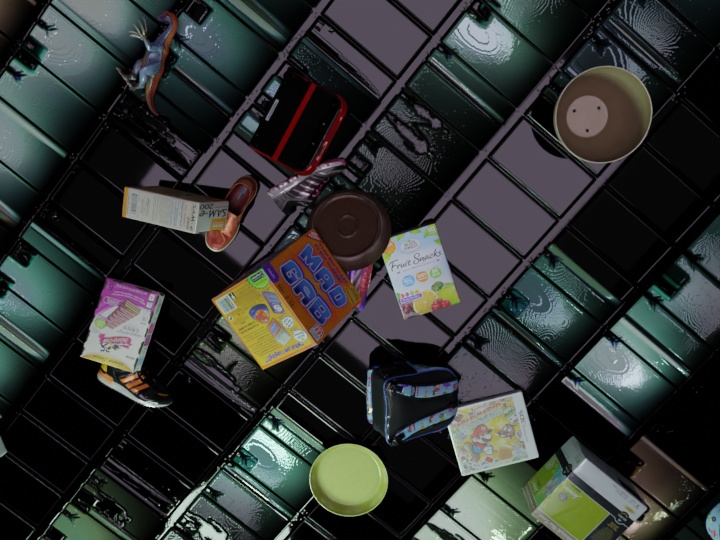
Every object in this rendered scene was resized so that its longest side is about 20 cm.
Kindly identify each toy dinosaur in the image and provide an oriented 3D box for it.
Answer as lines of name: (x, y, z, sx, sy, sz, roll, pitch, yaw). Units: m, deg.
toy dinosaur: (-0.470, -0.495, 1.571, 0.181, 0.105, 0.200, -39, 135, -3)

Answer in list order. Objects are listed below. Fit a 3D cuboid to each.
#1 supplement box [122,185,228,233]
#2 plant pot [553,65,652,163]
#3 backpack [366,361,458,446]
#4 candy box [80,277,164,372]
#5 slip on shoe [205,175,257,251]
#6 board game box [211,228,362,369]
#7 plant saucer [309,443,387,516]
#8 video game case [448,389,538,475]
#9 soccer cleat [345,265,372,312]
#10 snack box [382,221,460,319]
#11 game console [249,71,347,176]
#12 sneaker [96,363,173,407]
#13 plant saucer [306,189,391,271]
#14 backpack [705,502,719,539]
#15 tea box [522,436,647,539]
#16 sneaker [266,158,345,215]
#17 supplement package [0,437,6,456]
supplement box: (-0.420, -0.142, 1.567, 0.200, 0.126, 0.074, 13, 102, 18)
plant pot: (0.511, -0.337, 1.504, 0.200, 0.134, 0.201, 0, 101, 2)
backpack: (0.129, 0.304, 1.648, 0.200, 0.135, 0.183, -9, 105, -22)
candy box: (-0.574, 0.131, 1.664, 0.136, 0.061, 0.200, 16, 86, 0)
slip on shoe: (-0.309, -0.133, 1.623, 0.074, 0.061, 0.200, 32, 102, -5)
board game box: (-0.163, 0.065, 1.547, 0.200, 0.200, 0.200, -28, 100, 40)
plant saucer: (-0.030, 0.529, 1.756, 0.200, 0.031, 0.200, 0, 101, 2)
video game case: (0.326, 0.406, 1.718, 0.200, 0.023, 0.182, -16, 100, 6)
soccer cleat: (0.000, 0.000, 1.631, 0.073, 0.068, 0.200, -7, 97, 8)
snack box: (0.139, 0.000, 1.631, 0.142, 0.053, 0.200, -18, 100, 5)
game console: (-0.140, -0.331, 1.558, 0.177, 0.031, 0.200, 31, 94, 22)
sneaker: (-0.551, 0.267, 1.709, 0.200, 0.070, 0.090, 25, 105, 0)
plant saucer: (-0.029, -0.099, 1.589, 0.200, 0.034, 0.200, -1, 75, 4)
backpack: (0.966, 0.651, 1.681, 0.183, 0.135, 0.200, -40, 94, 9)
tea box: (0.542, 0.556, 1.681, 0.200, 0.134, 0.197, 40, 100, -5)
sneaker: (-0.114, -0.191, 1.598, 0.200, 0.074, 0.088, -26, 102, 10)
supplement package: (-1.039, 0.465, 1.753, 0.200, 0.110, 0.114, -18, 99, 6)
